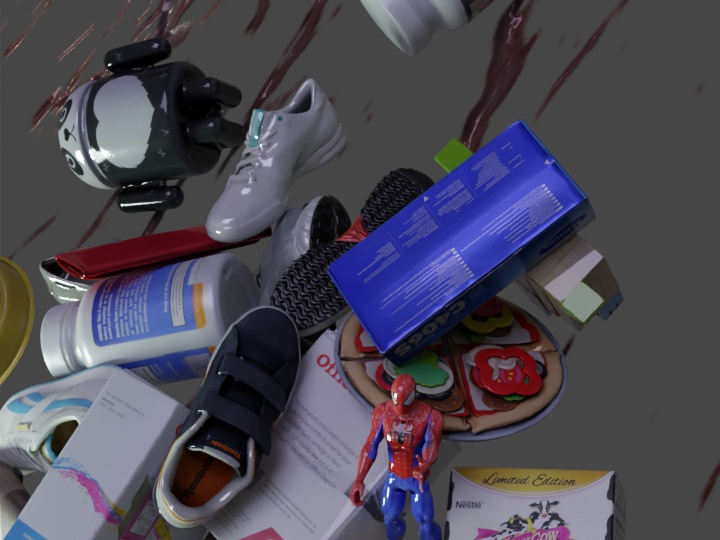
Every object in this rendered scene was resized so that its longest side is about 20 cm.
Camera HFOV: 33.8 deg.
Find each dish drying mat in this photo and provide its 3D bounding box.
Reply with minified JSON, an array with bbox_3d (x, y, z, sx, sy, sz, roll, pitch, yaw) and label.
[{"bbox_3d":[-0.189,-0.022,1.157,0.199,0.018,0.077,-15,21,-31],"label":"dish drying mat"}]

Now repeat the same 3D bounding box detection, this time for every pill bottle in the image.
[{"bbox_3d":[-0.202,0.055,1.147,0.199,0.112,0.113,-11,58,18],"label":"pill bottle"},{"bbox_3d":[0.100,-0.321,1.222,0.200,0.116,0.116,-41,54,-2],"label":"pill bottle"}]

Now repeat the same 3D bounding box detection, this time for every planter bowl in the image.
[{"bbox_3d":[-0.459,0.052,1.281,0.199,0.084,0.202,-11,58,18],"label":"planter bowl"}]

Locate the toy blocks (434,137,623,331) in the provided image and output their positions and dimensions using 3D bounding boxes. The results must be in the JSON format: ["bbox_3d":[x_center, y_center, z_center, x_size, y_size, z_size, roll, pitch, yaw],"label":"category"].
[{"bbox_3d":[0.150,-0.013,1.019,0.100,0.137,0.200,-46,59,-1],"label":"toy blocks"}]

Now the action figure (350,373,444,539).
[{"bbox_3d":[0.030,0.179,0.905,0.065,0.201,0.099,5,25,17],"label":"action figure"}]

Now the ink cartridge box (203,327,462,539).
[{"bbox_3d":[-0.033,0.172,1.021,0.200,0.085,0.145,-49,55,-5],"label":"ink cartridge box"}]

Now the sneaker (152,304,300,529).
[{"bbox_3d":[-0.102,0.120,0.971,0.078,0.079,0.201,27,78,-10],"label":"sneaker"}]

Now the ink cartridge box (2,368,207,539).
[{"bbox_3d":[-0.205,0.208,1.040,0.084,0.145,0.201,22,73,32],"label":"ink cartridge box"}]

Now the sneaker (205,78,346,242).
[{"bbox_3d":[-0.095,-0.113,1.173,0.075,0.089,0.200,11,47,35],"label":"sneaker"}]

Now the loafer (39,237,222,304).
[{"bbox_3d":[-0.237,0.001,1.217,0.199,0.070,0.070,-10,56,18],"label":"loafer"}]

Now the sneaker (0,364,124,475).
[{"bbox_3d":[-0.295,0.155,1.122,0.199,0.077,0.081,-27,25,32],"label":"sneaker"}]

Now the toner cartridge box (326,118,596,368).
[{"bbox_3d":[0.079,-0.021,0.948,0.200,0.043,0.095,-37,61,6],"label":"toner cartridge box"}]

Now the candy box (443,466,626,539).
[{"bbox_3d":[0.130,0.256,0.913,0.135,0.061,0.201,-3,61,20],"label":"candy box"}]

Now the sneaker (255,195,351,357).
[{"bbox_3d":[-0.067,0.024,1.137,0.079,0.074,0.201,-8,56,39],"label":"sneaker"}]

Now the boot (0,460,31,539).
[{"bbox_3d":[-0.340,0.277,1.107,0.146,0.070,0.201,7,92,49],"label":"boot"}]

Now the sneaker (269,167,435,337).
[{"bbox_3d":[0.000,-0.001,1.096,0.070,0.094,0.200,36,72,24],"label":"sneaker"}]

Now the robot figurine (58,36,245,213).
[{"bbox_3d":[-0.226,-0.154,1.267,0.199,0.125,0.151,-7,47,20],"label":"robot figurine"}]

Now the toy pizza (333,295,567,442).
[{"bbox_3d":[0.077,0.066,1.001,0.199,0.032,0.201,4,37,-3],"label":"toy pizza"}]
